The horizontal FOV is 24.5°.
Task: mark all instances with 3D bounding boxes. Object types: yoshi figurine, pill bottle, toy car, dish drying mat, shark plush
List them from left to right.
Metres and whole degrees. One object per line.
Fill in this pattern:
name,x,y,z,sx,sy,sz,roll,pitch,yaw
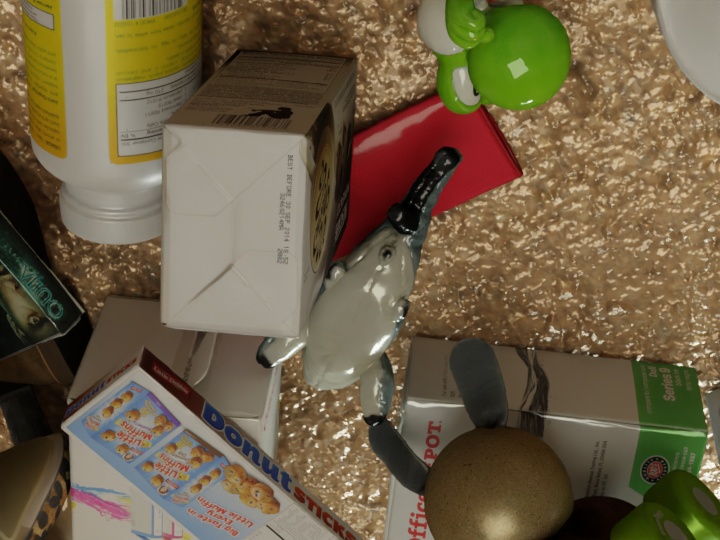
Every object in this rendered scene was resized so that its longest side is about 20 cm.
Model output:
pill bottle,-0.146,-0.119,0.981,0.104,0.104,0.200,5,122,2
dish drying mat,-0.002,-0.051,1.063,0.200,0.018,0.077,-24,118,17
shark plush,0.000,0.000,1.042,0.091,0.083,0.200,19,122,4
yoshi figurine,0.079,-0.173,0.930,0.112,0.112,0.200,-5,125,0
toy car,0.098,0.147,1.037,0.164,0.158,0.200,-45,79,21

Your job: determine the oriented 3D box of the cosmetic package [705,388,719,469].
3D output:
cosmetic package,0.332,0.096,1.079,0.200,0.102,0.074,-24,117,17

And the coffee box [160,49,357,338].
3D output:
coffee box,-0.055,-0.051,0.947,0.080,0.200,0.113,5,109,6

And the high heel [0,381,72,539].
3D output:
high heel,-0.211,0.174,1.118,0.071,0.200,0.143,-16,118,-1

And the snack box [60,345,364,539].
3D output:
snack box,-0.089,0.134,1.031,0.072,0.024,0.200,-37,112,24

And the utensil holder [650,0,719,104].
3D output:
utensil holder,0.220,-0.188,0.851,0.170,0.200,0.170,2,122,4

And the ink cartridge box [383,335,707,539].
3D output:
ink cartridge box,0.121,0.132,1.128,0.200,0.084,0.146,7,121,1

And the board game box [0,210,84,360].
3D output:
board game box,-0.274,0.005,1.055,0.200,0.028,0.135,-21,113,47

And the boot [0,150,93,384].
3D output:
boot,-0.244,-0.002,1.086,0.075,0.074,0.200,-6,124,16

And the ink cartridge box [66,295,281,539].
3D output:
ink cartridge box,-0.121,0.114,1.112,0.125,0.129,0.200,5,121,1
